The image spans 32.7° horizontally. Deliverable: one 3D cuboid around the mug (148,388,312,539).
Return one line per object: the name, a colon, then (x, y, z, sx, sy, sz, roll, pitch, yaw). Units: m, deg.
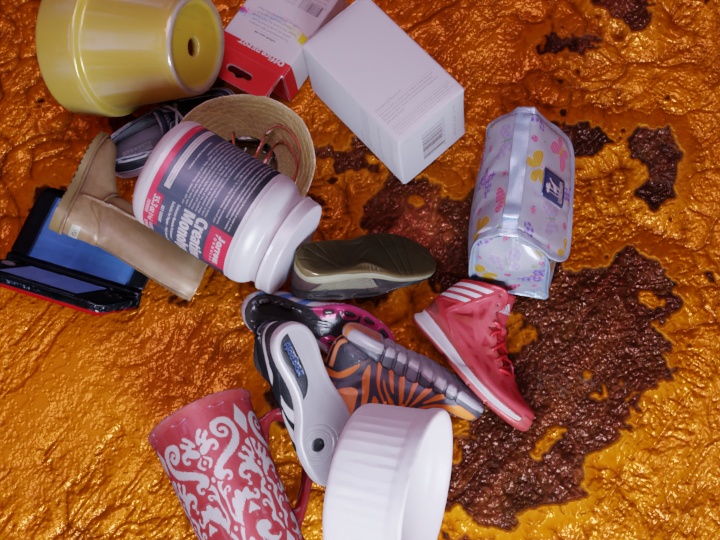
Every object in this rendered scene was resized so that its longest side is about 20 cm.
mug: (-0.131, 0.248, 1.427, 0.176, 0.134, 0.202, -26, 70, -3)

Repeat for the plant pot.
plant pot: (-0.289, -0.298, 1.606, 0.186, 0.201, 0.203, 8, 68, 26)

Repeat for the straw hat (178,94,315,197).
straw hat: (-0.150, -0.127, 1.600, 0.198, 0.085, 0.205, -1, 84, 6)

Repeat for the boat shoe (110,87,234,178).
boat shoe: (-0.256, -0.193, 1.648, 0.198, 0.068, 0.072, -25, 75, -3)

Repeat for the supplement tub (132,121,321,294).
supplement tub: (-0.161, -0.075, 1.481, 0.198, 0.141, 0.141, 31, 74, 8)

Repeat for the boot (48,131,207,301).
boot: (-0.279, -0.069, 1.572, 0.198, 0.066, 0.177, 25, 53, -10)

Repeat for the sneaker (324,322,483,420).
sneaker: (0.044, 0.154, 1.481, 0.198, 0.078, 0.113, 28, 98, -1)

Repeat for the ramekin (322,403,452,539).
ramekin: (0.031, 0.246, 1.375, 0.096, 0.201, 0.203, 9, 69, 18)

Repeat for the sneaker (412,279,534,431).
sneaker: (0.162, 0.088, 1.473, 0.115, 0.078, 0.200, -44, 68, 2)

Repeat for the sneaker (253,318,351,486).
sneaker: (-0.071, 0.148, 1.451, 0.072, 0.112, 0.203, -20, 104, -21)

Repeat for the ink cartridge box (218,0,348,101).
ink cartridge box: (-0.115, -0.317, 1.688, 0.115, 0.067, 0.201, 29, 74, 17)

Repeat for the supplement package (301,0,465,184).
supplement package: (0.032, -0.238, 1.612, 0.117, 0.117, 0.200, -40, 70, -10)

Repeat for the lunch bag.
lunch bag: (0.194, -0.077, 1.483, 0.125, 0.201, 0.172, 5, 67, 9)

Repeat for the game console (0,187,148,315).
game console: (-0.373, -0.029, 1.576, 0.197, 0.172, 0.121, 15, 96, 13)

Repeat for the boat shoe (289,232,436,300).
boat shoe: (0.000, 0.001, 1.524, 0.198, 0.066, 0.072, -3, 52, -32)

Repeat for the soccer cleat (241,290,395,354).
soccer cleat: (-0.052, 0.063, 1.527, 0.197, 0.086, 0.071, 17, 96, -10)
